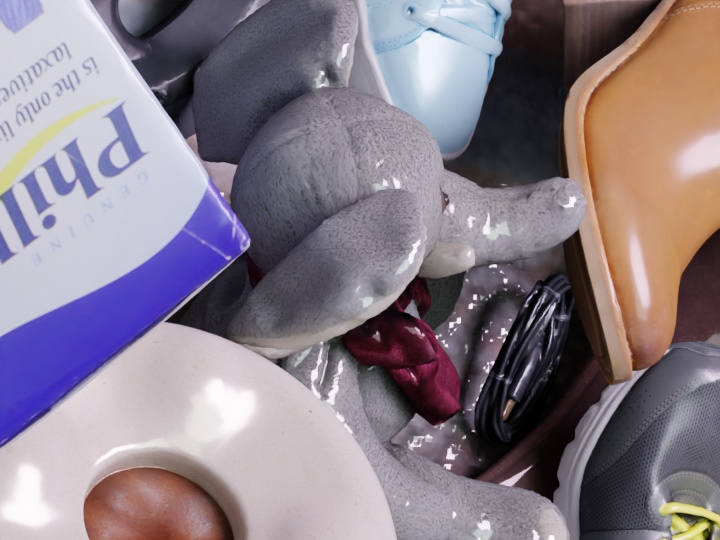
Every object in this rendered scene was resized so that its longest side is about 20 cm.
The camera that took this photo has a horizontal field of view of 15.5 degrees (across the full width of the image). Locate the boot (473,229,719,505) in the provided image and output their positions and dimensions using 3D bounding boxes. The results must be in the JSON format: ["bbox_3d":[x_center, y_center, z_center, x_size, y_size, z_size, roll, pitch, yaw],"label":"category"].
[{"bbox_3d":[0.103,0.048,1.015,0.166,0.072,0.201,-30,122,-33],"label":"boot"}]

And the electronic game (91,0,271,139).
[{"bbox_3d":[-0.096,-0.134,0.895,0.199,0.042,0.201,-6,99,-35],"label":"electronic game"}]

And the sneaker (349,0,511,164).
[{"bbox_3d":[0.041,-0.138,0.986,0.074,0.082,0.201,10,81,-37],"label":"sneaker"}]

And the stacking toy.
[{"bbox_3d":[-0.084,0.123,0.818,0.146,0.200,0.147,12,49,-15],"label":"stacking toy"}]

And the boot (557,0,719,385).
[{"bbox_3d":[0.149,-0.045,0.947,0.200,0.155,0.077,-84,171,-46],"label":"boot"}]

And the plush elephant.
[{"bbox_3d":[0.000,0.000,0.884,0.199,0.155,0.165,11,48,-27],"label":"plush elephant"}]

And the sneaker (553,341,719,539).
[{"bbox_3d":[0.112,0.127,0.970,0.074,0.085,0.201,8,102,-34],"label":"sneaker"}]

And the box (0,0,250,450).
[{"bbox_3d":[-0.150,-0.067,0.746,0.105,0.184,0.200,-38,113,-12],"label":"box"}]

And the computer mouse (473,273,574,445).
[{"bbox_3d":[0.094,-0.017,1.060,0.200,0.034,0.059,-55,147,-22],"label":"computer mouse"}]
